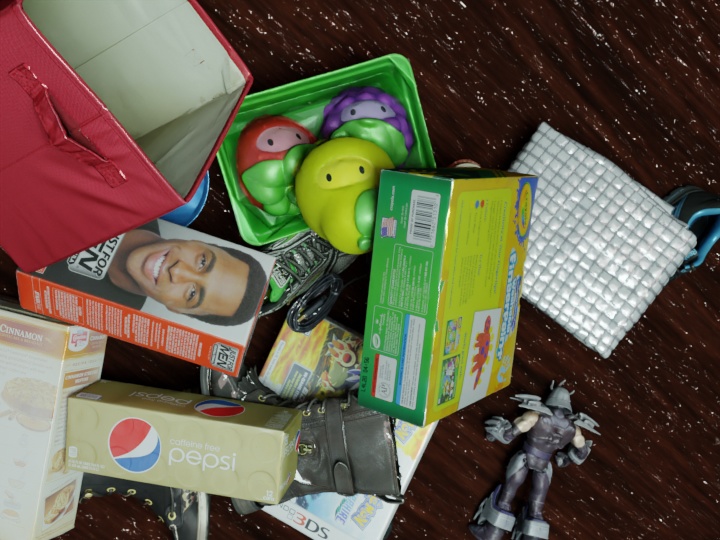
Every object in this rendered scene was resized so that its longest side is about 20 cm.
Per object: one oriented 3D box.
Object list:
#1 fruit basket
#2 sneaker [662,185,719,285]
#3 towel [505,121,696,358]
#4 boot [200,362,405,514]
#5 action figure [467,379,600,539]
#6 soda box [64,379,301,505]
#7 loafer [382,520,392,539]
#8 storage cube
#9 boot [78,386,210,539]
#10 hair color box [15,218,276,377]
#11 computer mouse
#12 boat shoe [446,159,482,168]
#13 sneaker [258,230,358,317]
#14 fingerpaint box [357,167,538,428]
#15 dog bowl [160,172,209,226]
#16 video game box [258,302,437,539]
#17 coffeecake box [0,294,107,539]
[{"bbox_3d":[-0.027,-0.101,0.801,0.214,0.216,0.157,-18,103,-8],"label":"fruit basket"},{"bbox_3d":[0.321,-0.015,0.952,0.200,0.082,0.073,-46,108,0],"label":"sneaker"},{"bbox_3d":[0.222,-0.031,0.907,0.199,0.086,0.166,36,90,7],"label":"towel"},{"bbox_3d":[-0.050,0.133,0.821,0.172,0.069,0.202,-13,93,10],"label":"boot"},{"bbox_3d":[0.191,0.215,0.974,0.129,0.069,0.202,21,91,-8],"label":"action figure"},{"bbox_3d":[-0.156,0.150,0.774,0.198,0.064,0.068,8,99,9],"label":"soda box"},{"bbox_3d":[-0.017,0.188,0.924,0.072,0.072,0.202,-17,85,11],"label":"loafer"},{"bbox_3d":[-0.220,-0.134,0.663,0.179,0.201,0.171,-19,125,29],"label":"storage cube"},{"bbox_3d":[-0.227,0.220,0.879,0.149,0.073,0.202,-1,101,-11],"label":"boot"},{"bbox_3d":[-0.184,0.010,0.765,0.198,0.061,0.102,18,53,-5],"label":"hair color box"},{"bbox_3d":[0.000,0.000,0.879,0.199,0.034,0.059,-31,134,-31],"label":"computer mouse"},{"bbox_3d":[0.072,-0.016,0.871,0.071,0.063,0.202,22,98,-6],"label":"boat shoe"},{"bbox_3d":[-0.067,-0.002,0.869,0.199,0.085,0.078,-35,105,-5],"label":"sneaker"},{"bbox_3d":[0.078,0.013,0.759,0.166,0.073,0.202,-11,110,-54],"label":"fingerpaint box"},{"bbox_3d":[-0.246,-0.079,0.835,0.198,0.050,0.113,-15,103,-10],"label":"dog bowl"},{"bbox_3d":[-0.028,0.161,0.868,0.181,0.047,0.201,25,91,9],"label":"video game box"},{"bbox_3d":[-0.332,0.130,0.804,0.152,0.073,0.202,12,93,14],"label":"coffeecake box"}]
